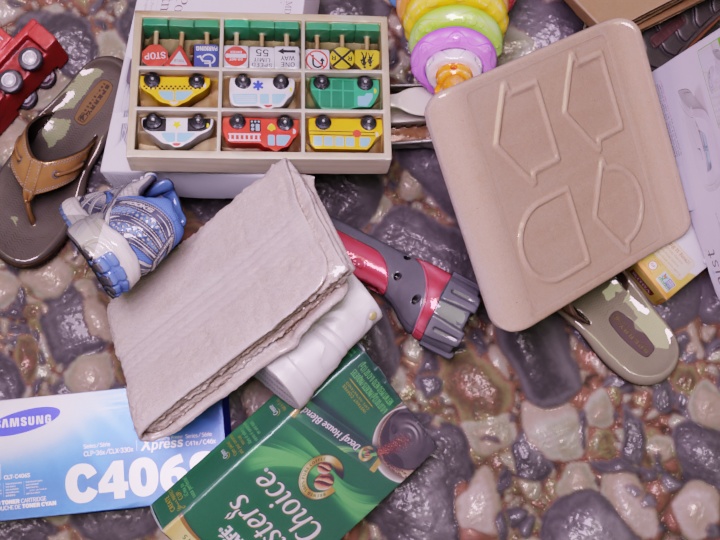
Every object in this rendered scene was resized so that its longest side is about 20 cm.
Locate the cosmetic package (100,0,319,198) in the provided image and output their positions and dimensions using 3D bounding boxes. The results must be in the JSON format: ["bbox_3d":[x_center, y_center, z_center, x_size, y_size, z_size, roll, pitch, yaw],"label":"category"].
[{"bbox_3d":[-0.120,-0.160,0.880,0.149,0.052,0.202,3,70,10],"label":"cosmetic package"}]

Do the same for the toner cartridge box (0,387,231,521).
[{"bbox_3d":[-0.203,0.145,0.848,0.198,0.043,0.096,-6,78,-1],"label":"toner cartridge box"}]

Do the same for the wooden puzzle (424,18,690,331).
[{"bbox_3d":[0.151,-0.076,0.814,0.199,0.046,0.187,-25,104,-24],"label":"wooden puzzle"}]

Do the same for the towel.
[{"bbox_3d":[-0.099,0.019,0.772,0.199,0.034,0.133,-37,48,13],"label":"towel"}]

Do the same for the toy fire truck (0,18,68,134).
[{"bbox_3d":[-0.333,-0.197,0.912,0.141,0.049,0.200,39,82,7],"label":"toy fire truck"}]

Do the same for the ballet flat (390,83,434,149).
[{"bbox_3d":[0.004,-0.134,0.895,0.198,0.064,0.068,-2,79,-1],"label":"ballet flat"}]

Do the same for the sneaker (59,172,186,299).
[{"bbox_3d":[-0.174,-0.033,0.816,0.085,0.200,0.077,-34,110,-10],"label":"sneaker"}]

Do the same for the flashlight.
[{"bbox_3d":[0.000,0.000,0.868,0.199,0.068,0.068,26,91,4],"label":"flashlight"}]

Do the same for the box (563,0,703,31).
[{"bbox_3d":[0.225,-0.289,0.908,0.163,0.021,0.201,-27,54,-6],"label":"box"}]

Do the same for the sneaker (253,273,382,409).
[{"bbox_3d":[-0.065,0.018,0.833,0.116,0.074,0.200,-43,46,-15],"label":"sneaker"}]

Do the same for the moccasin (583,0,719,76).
[{"bbox_3d":[0.236,-0.200,0.910,0.201,0.078,0.074,-45,97,-12],"label":"moccasin"}]

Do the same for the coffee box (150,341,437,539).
[{"bbox_3d":[-0.047,0.159,0.816,0.200,0.044,0.123,-40,119,-8],"label":"coffee box"}]

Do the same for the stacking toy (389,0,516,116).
[{"bbox_3d":[0.077,-0.184,0.852,0.115,0.110,0.201,3,57,0],"label":"stacking toy"}]

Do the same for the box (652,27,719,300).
[{"bbox_3d":[0.314,-0.085,0.788,0.096,0.176,0.202,-17,87,-8],"label":"box"}]

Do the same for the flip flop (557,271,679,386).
[{"bbox_3d":[0.183,0.014,0.870,0.081,0.058,0.200,-43,82,-8],"label":"flip flop"}]

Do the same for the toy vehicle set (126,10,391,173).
[{"bbox_3d":[-0.076,-0.138,0.817,0.198,0.027,0.125,0,71,-6],"label":"toy vehicle set"}]

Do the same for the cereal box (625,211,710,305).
[{"bbox_3d":[0.282,-0.088,0.900,0.200,0.040,0.144,-39,83,-7],"label":"cereal box"}]

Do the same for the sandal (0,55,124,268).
[{"bbox_3d":[-0.252,-0.098,0.890,0.081,0.055,0.201,32,80,6],"label":"sandal"}]
